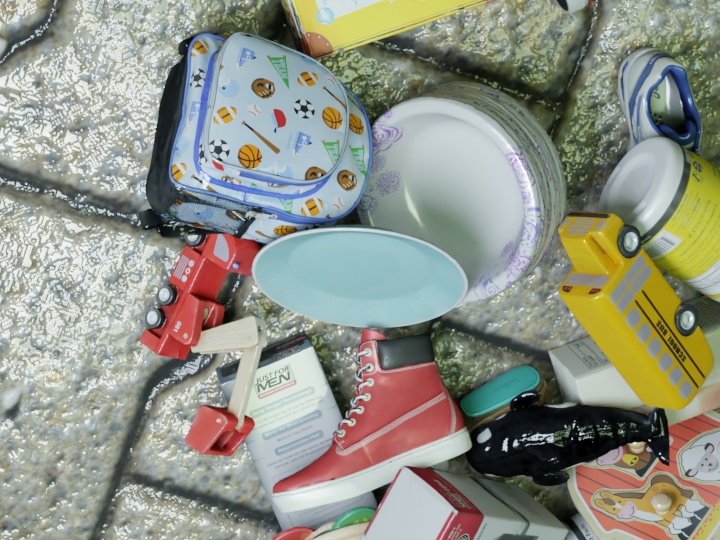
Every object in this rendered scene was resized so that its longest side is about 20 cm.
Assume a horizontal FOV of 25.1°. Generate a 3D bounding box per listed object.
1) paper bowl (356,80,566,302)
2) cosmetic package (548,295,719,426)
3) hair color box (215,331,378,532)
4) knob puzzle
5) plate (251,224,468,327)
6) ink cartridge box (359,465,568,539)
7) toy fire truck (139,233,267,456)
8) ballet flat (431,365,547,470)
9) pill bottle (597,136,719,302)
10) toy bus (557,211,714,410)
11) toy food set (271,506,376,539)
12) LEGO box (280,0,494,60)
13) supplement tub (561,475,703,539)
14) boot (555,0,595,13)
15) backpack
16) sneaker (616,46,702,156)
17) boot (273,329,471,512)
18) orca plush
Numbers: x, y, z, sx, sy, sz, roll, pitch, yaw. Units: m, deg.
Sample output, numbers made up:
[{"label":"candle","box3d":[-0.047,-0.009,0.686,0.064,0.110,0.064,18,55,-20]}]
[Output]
[{"label":"paper bowl","box3d":[0.101,-0.079,1.529,0.200,0.104,0.201,14,118,29]},{"label":"cosmetic package","box3d":[0.305,0.099,1.633,0.200,0.103,0.087,-18,107,-3]},{"label":"hair color box","box3d":[-0.061,0.174,1.612,0.099,0.061,0.200,-23,106,-4]},{"label":"knob puzzle","box3d":[0.293,0.193,1.618,0.219,0.220,0.030,-21,134,-4]},{"label":"plate","box3d":[0.000,0.000,1.490,0.200,0.200,0.026,10,63,-11]},{"label":"ink cartridge box","box3d":[0.090,0.278,1.554,0.200,0.083,0.147,17,105,-49]},{"label":"toy fire truck","box3d":[-0.136,0.059,1.535,0.049,0.141,0.200,15,104,-57]},{"label":"ballet flat","box3d":[0.099,0.161,1.641,0.200,0.068,0.072,-21,125,-8]},{"label":"pill bottle","box3d":[0.335,-0.036,1.544,0.200,0.111,0.111,28,97,-21]},{"label":"toy bus","box3d":[0.249,0.035,1.499,0.078,0.065,0.200,-51,119,-20]},{"label":"toy food set","box3d":[-0.023,0.299,1.607,0.198,0.049,0.200,7,134,-37]},{"label":"LEGO box","box3d":[0.018,-0.298,1.505,0.200,0.077,0.149,-19,105,-5]},{"label":"supplement tub","box3d":[0.279,0.298,1.654,0.200,0.140,0.140,-29,106,-2]},{"label":"boot","box3d":[0.217,-0.363,1.529,0.144,0.072,0.200,-30,114,-2]},{"label":"backpack","box3d":[-0.084,-0.117,1.476,0.190,0.154,0.200,18,70,-24]},{"label":"sneaker","box3d":[0.301,-0.118,1.589,0.075,0.088,0.200,-19,107,-6]},{"label":"boot","box3d":[-0.009,0.139,1.549,0.200,0.072,0.144,-22,90,-14]},{"label":"orca plush","box3d":[0.197,0.178,1.558,0.200,0.071,0.105,5,115,10]}]
